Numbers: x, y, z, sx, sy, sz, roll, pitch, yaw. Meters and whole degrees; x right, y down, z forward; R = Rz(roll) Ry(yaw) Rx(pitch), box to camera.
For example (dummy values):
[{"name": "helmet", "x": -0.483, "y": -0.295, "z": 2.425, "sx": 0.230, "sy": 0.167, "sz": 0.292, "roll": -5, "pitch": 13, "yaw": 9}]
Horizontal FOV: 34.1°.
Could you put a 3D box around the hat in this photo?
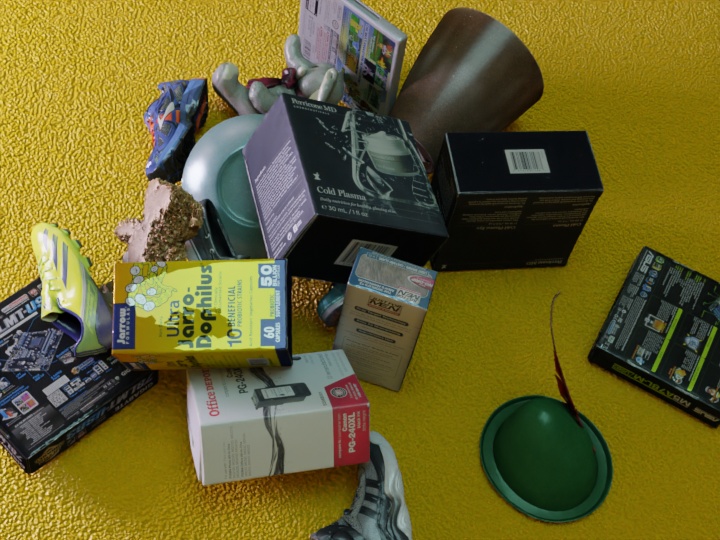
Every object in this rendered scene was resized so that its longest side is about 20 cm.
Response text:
[{"name": "hat", "x": 0.236, "y": 0.181, "z": 1.410, "sx": 0.165, "sy": 0.176, "sz": 0.200, "roll": -36, "pitch": 68, "yaw": -28}]

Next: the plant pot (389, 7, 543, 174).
[{"name": "plant pot", "x": 0.130, "y": -0.241, "z": 1.690, "sx": 0.187, "sy": 0.187, "sz": 0.200, "roll": 37, "pitch": 72, "yaw": 15}]

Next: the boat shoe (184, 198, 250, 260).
[{"name": "boat shoe", "x": -0.171, "y": -0.005, "z": 1.511, "sx": 0.066, "sy": 0.070, "sz": 0.200, "roll": -36, "pitch": 70, "yaw": 18}]

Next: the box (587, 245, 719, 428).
[{"name": "box", "x": 0.432, "y": 0.085, "z": 1.587, "sx": 0.193, "sy": 0.048, "sz": 0.200, "roll": 28, "pitch": 56, "yaw": 7}]

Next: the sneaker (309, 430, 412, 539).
[{"name": "sneaker", "x": -0.006, "y": 0.283, "z": 1.365, "sx": 0.113, "sy": 0.076, "sz": 0.201, "roll": -5, "pitch": 58, "yaw": -13}]

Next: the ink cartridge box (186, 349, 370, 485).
[{"name": "ink cartridge box", "x": -0.101, "y": 0.170, "z": 1.385, "sx": 0.199, "sy": 0.084, "sz": 0.145, "roll": -6, "pitch": 24, "yaw": -13}]

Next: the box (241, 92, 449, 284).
[{"name": "box", "x": -0.022, "y": -0.096, "z": 1.474, "sx": 0.199, "sy": 0.124, "sz": 0.197, "roll": 8, "pitch": 49, "yaw": -33}]

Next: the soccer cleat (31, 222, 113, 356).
[{"name": "soccer cleat", "x": -0.363, "y": 0.020, "z": 1.434, "sx": 0.084, "sy": 0.065, "sz": 0.200, "roll": -27, "pitch": 64, "yaw": -24}]

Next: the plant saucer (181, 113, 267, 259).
[{"name": "plant saucer", "x": -0.139, "y": -0.110, "z": 1.566, "sx": 0.200, "sy": 0.039, "sz": 0.202, "roll": 0, "pitch": 91, "yaw": -7}]

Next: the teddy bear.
[{"name": "teddy bear", "x": -0.262, "y": -0.013, "z": 1.482, "sx": 0.145, "sy": 0.067, "sz": 0.201, "roll": 7, "pitch": 79, "yaw": 43}]

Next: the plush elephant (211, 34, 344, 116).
[{"name": "plush elephant", "x": -0.098, "y": -0.254, "z": 1.654, "sx": 0.155, "sy": 0.165, "sz": 0.200, "roll": -43, "pitch": 94, "yaw": -2}]

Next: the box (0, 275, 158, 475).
[{"name": "box", "x": -0.384, "y": 0.115, "z": 1.430, "sx": 0.198, "sy": 0.050, "sz": 0.200, "roll": 40, "pitch": 58, "yaw": 20}]

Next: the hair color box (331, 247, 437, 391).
[{"name": "hair color box", "x": 0.025, "y": 0.064, "z": 1.440, "sx": 0.100, "sy": 0.200, "sz": 0.061, "roll": 18, "pitch": 55, "yaw": 3}]

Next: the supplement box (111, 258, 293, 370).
[{"name": "supplement box", "x": -0.180, "y": 0.053, "z": 1.366, "sx": 0.199, "sy": 0.110, "sz": 0.109, "roll": -2, "pitch": 75, "yaw": 0}]

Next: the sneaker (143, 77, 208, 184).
[{"name": "sneaker", "x": -0.270, "y": -0.195, "z": 1.652, "sx": 0.078, "sy": 0.075, "sz": 0.200, "roll": 7, "pitch": 47, "yaw": 6}]

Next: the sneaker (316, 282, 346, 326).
[{"name": "sneaker", "x": 0.000, "y": 0.000, "z": 1.562, "sx": 0.080, "sy": 0.071, "sz": 0.200, "roll": 39, "pitch": 51, "yaw": 18}]

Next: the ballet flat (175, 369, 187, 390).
[{"name": "ballet flat", "x": -0.212, "y": 0.074, "z": 1.478, "sx": 0.068, "sy": 0.063, "sz": 0.200, "roll": -14, "pitch": 60, "yaw": -18}]

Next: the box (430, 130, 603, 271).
[{"name": "box", "x": 0.199, "y": -0.092, "z": 1.584, "sx": 0.199, "sy": 0.182, "sz": 0.104, "roll": -2, "pitch": 56, "yaw": -11}]

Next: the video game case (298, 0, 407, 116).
[{"name": "video game case", "x": -0.017, "y": -0.315, "z": 1.685, "sx": 0.182, "sy": 0.200, "sz": 0.022, "roll": 40, "pitch": 62, "yaw": 17}]
